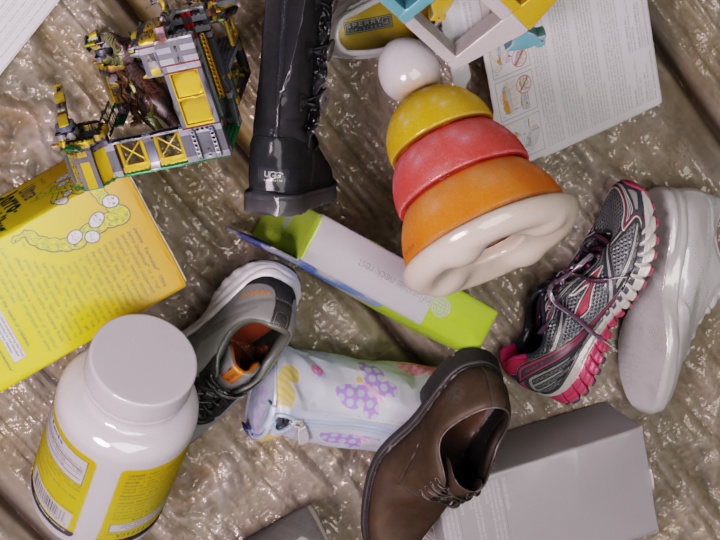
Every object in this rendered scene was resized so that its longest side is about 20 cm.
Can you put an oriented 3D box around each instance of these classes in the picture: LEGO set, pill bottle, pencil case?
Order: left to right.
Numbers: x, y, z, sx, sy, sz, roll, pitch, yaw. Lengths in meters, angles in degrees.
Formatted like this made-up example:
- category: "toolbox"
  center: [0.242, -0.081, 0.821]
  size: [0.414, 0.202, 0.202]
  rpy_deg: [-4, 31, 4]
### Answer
- category: "pill bottle"
  center: [-0.186, 0.123, 1.554]
  size: [0.111, 0.112, 0.200]
  rpy_deg: [2, 145, -19]
- category: "LEGO set"
  center: [-0.157, -0.157, 1.493]
  size: [0.153, 0.200, 0.116]
  rpy_deg: [-6, 120, 19]
- category: "pencil case"
  center: [0.004, 0.112, 1.679]
  size: [0.199, 0.091, 0.083]
  rpy_deg: [9, 101, -21]

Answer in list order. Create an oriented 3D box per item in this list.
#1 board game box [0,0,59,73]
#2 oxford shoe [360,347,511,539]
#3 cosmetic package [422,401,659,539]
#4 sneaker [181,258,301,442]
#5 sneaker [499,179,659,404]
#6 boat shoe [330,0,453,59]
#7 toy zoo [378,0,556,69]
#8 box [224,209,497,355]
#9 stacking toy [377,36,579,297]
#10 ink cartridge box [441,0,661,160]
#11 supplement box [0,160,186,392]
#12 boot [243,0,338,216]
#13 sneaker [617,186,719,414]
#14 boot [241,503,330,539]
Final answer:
- category: "board game box"
  center: [-0.308, -0.206, 1.524]
  size: [0.126, 0.035, 0.200]
  rpy_deg: [39, 89, -23]
- category: "oxford shoe"
  center: [0.058, 0.163, 1.620]
  size: [0.072, 0.085, 0.200]
  rpy_deg: [13, 120, -25]
- category: "cosmetic package"
  center: [0.150, 0.196, 1.753]
  size: [0.199, 0.090, 0.107]
  rpy_deg: [-15, 107, -18]
- category: "sneaker"
  center: [-0.119, 0.080, 1.617]
  size: [0.074, 0.079, 0.200]
  rpy_deg: [27, 119, -23]
- category: "sneaker"
  center: [0.190, 0.015, 1.723]
  size: [0.074, 0.081, 0.201]
  rpy_deg: [22, 96, -20]
- category: "boat shoe"
  center: [0.064, -0.212, 1.620]
  size: [0.201, 0.086, 0.075]
  rpy_deg: [-14, 108, -14]
- category: "toy zoo"
  center: [0.075, -0.232, 1.511]
  size: [0.131, 0.020, 0.200]
  rpy_deg: [-37, 126, 22]
- category: "box"
  center: [0.000, 0.000, 1.631]
  size: [0.200, 0.122, 0.048]
  rpy_deg: [29, 87, -23]
- category: "stacking toy"
  center: [0.068, -0.094, 1.555]
  size: [0.146, 0.146, 0.200]
  rpy_deg: [-20, 76, -13]
- category: "ink cartridge box"
  center: [0.149, -0.178, 1.651]
  size: [0.200, 0.050, 0.163]
  rpy_deg: [-23, 116, -22]
- category: "supplement box"
  center: [-0.253, 0.003, 1.555]
  size: [0.200, 0.109, 0.110]
  rpy_deg: [-30, 111, -10]
- category: "boot"
  center: [-0.048, -0.152, 1.563]
  size: [0.065, 0.165, 0.201]
  rpy_deg: [4, 100, 3]
- category: "sneaker"
  center: [0.283, 0.028, 1.767]
  size: [0.088, 0.075, 0.201]
  rpy_deg: [0, 102, -31]
- category: "boot"
  center: [-0.123, 0.250, 1.681]
  size: [0.200, 0.073, 0.182]
  rpy_deg: [-25, 124, -4]
